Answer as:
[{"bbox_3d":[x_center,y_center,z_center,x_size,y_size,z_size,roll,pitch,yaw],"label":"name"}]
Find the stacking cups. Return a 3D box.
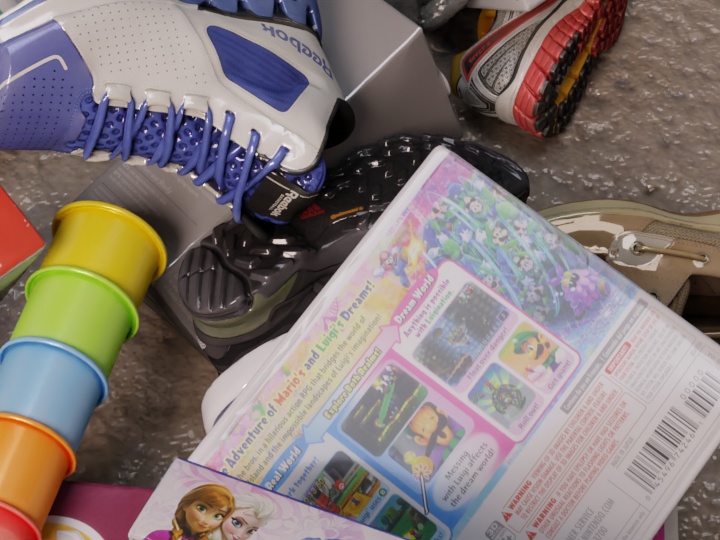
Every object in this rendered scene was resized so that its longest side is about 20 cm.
[{"bbox_3d":[-0.148,0.061,0.679,0.060,0.061,0.201,11,52,12],"label":"stacking cups"}]

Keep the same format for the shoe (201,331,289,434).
[{"bbox_3d":[0.030,0.070,0.713,0.198,0.072,0.092,-15,55,-11],"label":"shoe"}]

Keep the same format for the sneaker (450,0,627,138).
[{"bbox_3d":[0.122,-0.172,0.986,0.082,0.078,0.200,17,49,22],"label":"sneaker"}]

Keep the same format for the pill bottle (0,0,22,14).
[{"bbox_3d":[-0.268,-0.123,0.930,0.112,0.114,0.200,25,54,23],"label":"pill bottle"}]

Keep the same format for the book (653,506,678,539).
[{"bbox_3d":[0.090,0.117,0.746,0.132,0.048,0.201,5,50,5],"label":"book"}]

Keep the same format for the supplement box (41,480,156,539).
[{"bbox_3d":[-0.171,0.159,0.687,0.198,0.086,0.111,5,48,6],"label":"supplement box"}]

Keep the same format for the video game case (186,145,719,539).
[{"bbox_3d":[0.047,0.072,0.669,0.181,0.024,0.200,36,79,12],"label":"video game case"}]

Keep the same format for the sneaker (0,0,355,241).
[{"bbox_3d":[-0.074,-0.072,0.705,0.198,0.081,0.116,-14,63,-39],"label":"sneaker"}]

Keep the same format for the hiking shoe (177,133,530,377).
[{"bbox_3d":[0.000,0.000,0.795,0.199,0.101,0.076,-23,44,-18],"label":"hiking shoe"}]

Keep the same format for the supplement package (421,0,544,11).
[{"bbox_3d":[0.078,-0.245,0.963,0.116,0.118,0.200,-33,23,-15],"label":"supplement package"}]

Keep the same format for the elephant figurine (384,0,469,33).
[{"bbox_3d":[-0.057,-0.175,0.966,0.154,0.142,0.200,14,23,-34],"label":"elephant figurine"}]

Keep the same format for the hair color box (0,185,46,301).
[{"bbox_3d":[-0.235,0.021,0.742,0.111,0.200,0.064,-40,92,-29],"label":"hair color box"}]

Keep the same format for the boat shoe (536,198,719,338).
[{"bbox_3d":[0.156,0.007,0.824,0.198,0.072,0.065,-4,46,-3],"label":"boat shoe"}]

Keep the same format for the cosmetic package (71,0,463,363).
[{"bbox_3d":[-0.046,-0.056,0.830,0.200,0.107,0.090,-45,58,-12],"label":"cosmetic package"}]

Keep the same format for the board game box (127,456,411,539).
[{"bbox_3d":[0.017,0.175,0.589,0.198,0.201,0.041,18,50,17],"label":"board game box"}]
